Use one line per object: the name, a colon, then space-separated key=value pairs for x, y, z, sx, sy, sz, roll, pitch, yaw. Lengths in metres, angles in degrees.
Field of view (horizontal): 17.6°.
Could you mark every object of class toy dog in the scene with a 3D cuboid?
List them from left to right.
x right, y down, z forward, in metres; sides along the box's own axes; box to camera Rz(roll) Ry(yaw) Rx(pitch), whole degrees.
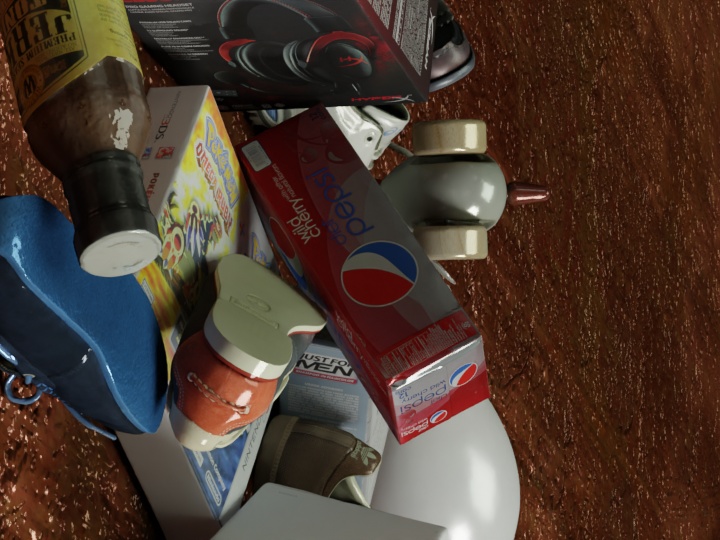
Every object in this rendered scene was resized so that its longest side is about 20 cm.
toy dog: x=0.058 y=-0.053 z=1.577 sx=0.200 sy=0.096 sz=0.133 roll=-135 pitch=-129 yaw=-64

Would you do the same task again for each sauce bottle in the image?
sauce bottle: x=-0.136 y=-0.092 z=1.127 sx=0.065 sy=0.064 sz=0.201 roll=51 pitch=18 yaw=-60

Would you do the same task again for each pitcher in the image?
pitcher: x=0.046 y=0.116 z=1.678 sx=0.172 sy=0.120 sz=0.202 roll=23 pitch=55 yaw=-85

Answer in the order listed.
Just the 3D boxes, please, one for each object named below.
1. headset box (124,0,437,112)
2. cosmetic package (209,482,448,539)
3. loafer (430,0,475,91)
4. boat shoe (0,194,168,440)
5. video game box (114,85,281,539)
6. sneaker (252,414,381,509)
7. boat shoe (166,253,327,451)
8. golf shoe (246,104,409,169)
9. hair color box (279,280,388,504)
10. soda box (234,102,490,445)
headset box: x=-0.055 y=-0.166 z=1.335 sx=0.200 sy=0.147 sz=0.076 roll=49 pitch=43 yaw=-63
cosmetic package: x=-0.046 y=0.256 z=1.312 sx=0.199 sy=0.122 sz=0.202 roll=-40 pitch=139 yaw=-66
loafer: x=0.017 y=-0.172 z=1.577 sx=0.063 sy=0.072 sz=0.200 roll=68 pitch=-9 yaw=-24
boat shoe: x=-0.156 y=0.018 z=1.161 sx=0.200 sy=0.068 sz=0.085 roll=62 pitch=28 yaw=-50
video game box: x=-0.099 y=0.027 z=1.351 sx=0.183 sy=0.046 sz=0.201 roll=-76 pitch=156 yaw=-43
sneaker: x=-0.026 y=0.181 z=1.456 sx=0.071 sy=0.075 sz=0.201 roll=-62 pitch=158 yaw=-47
boat shoe: x=-0.065 y=0.043 z=1.282 sx=0.063 sy=0.071 sz=0.200 roll=-60 pitch=-177 yaw=14
golf shoe: x=-0.013 y=-0.078 z=1.528 sx=0.079 sy=0.096 sz=0.201 roll=-71 pitch=154 yaw=-49
hair color box: x=-0.014 y=0.074 z=1.483 sx=0.201 sy=0.060 sz=0.099 roll=94 pitch=8 yaw=-49
soda box: x=0.000 y=0.000 z=1.365 sx=0.200 sy=0.063 sz=0.070 roll=57 pitch=-12 yaw=33
